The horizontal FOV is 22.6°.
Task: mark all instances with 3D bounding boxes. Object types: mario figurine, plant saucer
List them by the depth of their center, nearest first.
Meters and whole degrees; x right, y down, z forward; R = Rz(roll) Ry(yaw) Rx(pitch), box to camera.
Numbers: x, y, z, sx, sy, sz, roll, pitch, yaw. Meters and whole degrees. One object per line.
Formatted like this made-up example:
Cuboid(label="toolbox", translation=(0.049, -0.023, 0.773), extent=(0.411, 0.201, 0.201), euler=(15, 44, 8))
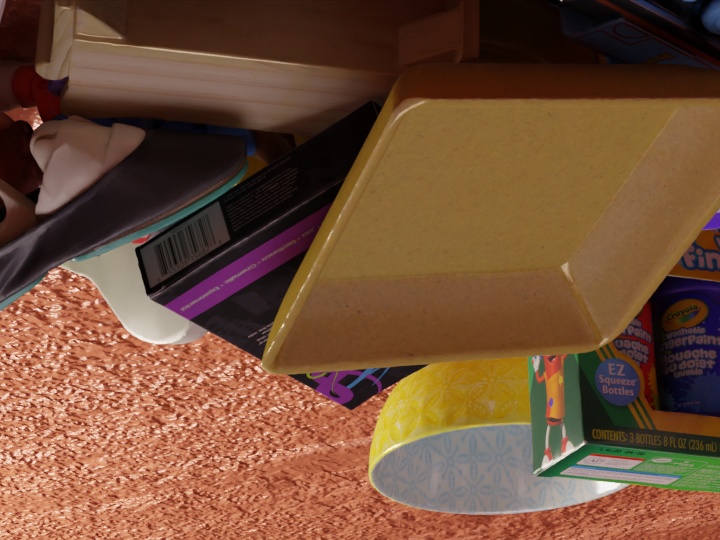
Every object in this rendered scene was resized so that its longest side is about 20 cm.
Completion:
Cuboid(label="plant saucer", translation=(0.066, -0.031, 0.825), extent=(0.199, 0.049, 0.200), euler=(-3, 145, -26))
Cuboid(label="mario figurine", translation=(-0.134, -0.057, 0.926), extent=(0.199, 0.124, 0.106), euler=(-21, 126, 6))

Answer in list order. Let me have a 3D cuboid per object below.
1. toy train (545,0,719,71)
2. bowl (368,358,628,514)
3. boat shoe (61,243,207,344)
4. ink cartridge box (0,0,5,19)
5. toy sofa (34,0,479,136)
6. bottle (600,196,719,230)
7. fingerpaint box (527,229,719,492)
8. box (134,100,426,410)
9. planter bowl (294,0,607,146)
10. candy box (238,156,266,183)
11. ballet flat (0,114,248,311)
Cuboid(label="toy train", translation=(0.142, -0.134, 0.808), extent=(0.114, 0.087, 0.199), euler=(-18, 160, 37))
Cuboid(label="bowl", translation=(0.102, 0.093, 1.282), extent=(0.198, 0.108, 0.200), euler=(-1, 156, -1))
Cuboid(label="boat shoe", translation=(-0.113, -0.013, 1.013), extent=(0.071, 0.071, 0.201), euler=(-3, -162, -30))
Cuboid(label="ink cartridge box", translation=(-0.197, -0.093, 0.708), extent=(0.083, 0.145, 0.201), euler=(10, 113, -24))
Cuboid(label="toy sofa", translation=(-0.047, -0.121, 0.835), extent=(0.198, 0.083, 0.098), euler=(5, 156, -10))
Cuboid(label="bottle", translation=(0.211, -0.064, 0.923), extent=(0.198, 0.084, 0.066), euler=(-6, 132, -2))
Cuboid(label="fingerpaint box", translation=(0.206, 0.047, 1.121), extent=(0.199, 0.168, 0.073), euler=(8, 155, -19))
Cuboid(label="box", translation=(0.000, 0.000, 0.917), extent=(0.142, 0.036, 0.200), euler=(-30, 147, 16))
Cuboid(label="planter bowl", translation=(0.035, -0.070, 0.957), extent=(0.199, 0.084, 0.201), euler=(-1, 156, -1))
Cuboid(label="candy box", translation=(0.006, -0.033, 1.102), extent=(0.198, 0.027, 0.102), euler=(4, 151, -12))
Cuboid(label="ballet flat", translation=(-0.150, -0.027, 0.839), extent=(0.199, 0.073, 0.073), euler=(-29, 150, 8))
